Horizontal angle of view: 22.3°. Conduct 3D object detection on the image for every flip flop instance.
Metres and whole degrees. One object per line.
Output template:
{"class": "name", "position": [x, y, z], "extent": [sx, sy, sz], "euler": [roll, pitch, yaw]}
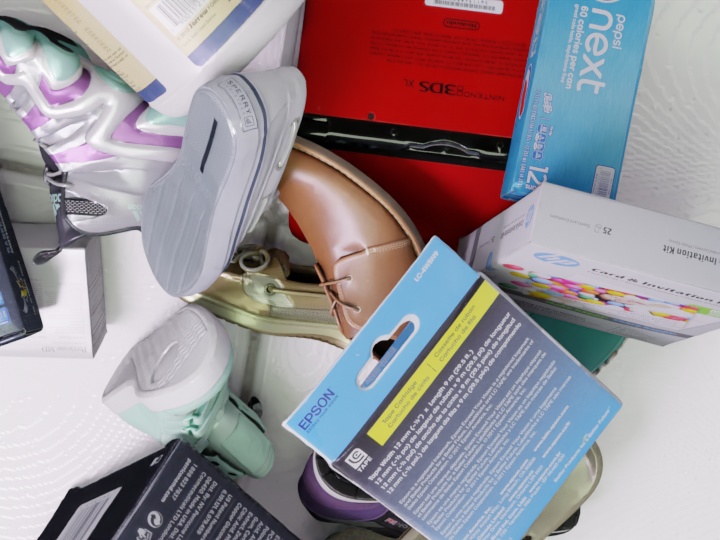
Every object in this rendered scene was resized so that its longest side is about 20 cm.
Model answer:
{"class": "flip flop", "position": [0.086, 0.183, 1.207], "extent": [0.200, 0.058, 0.081], "euler": [-43, 104, -2]}

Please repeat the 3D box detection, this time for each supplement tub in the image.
{"class": "supplement tub", "position": [-0.134, -0.206, 1.083], "extent": [0.144, 0.145, 0.200], "euler": [-40, 106, 20]}

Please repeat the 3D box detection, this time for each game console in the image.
{"class": "game console", "position": [0.057, -0.098, 1.185], "extent": [0.198, 0.119, 0.174], "euler": [7, 84, 1]}

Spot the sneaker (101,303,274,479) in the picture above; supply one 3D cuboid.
{"class": "sneaker", "position": [-0.092, 0.087, 1.209], "extent": [0.118, 0.200, 0.074], "euler": [34, 72, -13]}

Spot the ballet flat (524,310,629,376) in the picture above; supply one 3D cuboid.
{"class": "ballet flat", "position": [0.093, 0.076, 1.225], "extent": [0.199, 0.072, 0.072], "euler": [-36, 110, -12]}

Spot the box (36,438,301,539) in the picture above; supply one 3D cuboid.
{"class": "box", "position": [-0.119, 0.237, 1.252], "extent": [0.200, 0.118, 0.196], "euler": [41, 147, -13]}

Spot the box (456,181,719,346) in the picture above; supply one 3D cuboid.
{"class": "box", "position": [0.152, 0.000, 1.111], "extent": [0.154, 0.200, 0.042], "euler": [14, 78, -9]}

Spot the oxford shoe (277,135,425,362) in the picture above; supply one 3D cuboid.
{"class": "oxford shoe", "position": [0.000, 0.000, 1.144], "extent": [0.200, 0.071, 0.071], "euler": [49, 151, -11]}

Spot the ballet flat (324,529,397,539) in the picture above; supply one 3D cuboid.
{"class": "ballet flat", "position": [0.057, 0.247, 1.317], "extent": [0.198, 0.062, 0.068], "euler": [23, 114, -5]}

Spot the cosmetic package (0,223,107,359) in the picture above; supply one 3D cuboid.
{"class": "cosmetic package", "position": [-0.276, 0.012, 1.247], "extent": [0.198, 0.051, 0.083], "euler": [2, 111, 5]}

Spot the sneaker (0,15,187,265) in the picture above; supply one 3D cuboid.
{"class": "sneaker", "position": [-0.194, -0.073, 1.172], "extent": [0.198, 0.078, 0.141], "euler": [24, 100, -5]}

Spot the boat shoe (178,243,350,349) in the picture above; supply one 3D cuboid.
{"class": "boat shoe", "position": [-0.033, 0.011, 1.217], "extent": [0.199, 0.073, 0.064], "euler": [16, 103, -3]}

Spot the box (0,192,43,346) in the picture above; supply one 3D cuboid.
{"class": "box", "position": [-0.312, -0.031, 1.187], "extent": [0.156, 0.051, 0.202], "euler": [-17, 90, 6]}

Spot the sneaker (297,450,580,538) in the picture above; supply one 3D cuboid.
{"class": "sneaker", "position": [0.054, 0.154, 1.284], "extent": [0.198, 0.076, 0.088], "euler": [12, 148, -12]}

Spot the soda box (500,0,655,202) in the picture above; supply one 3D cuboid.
{"class": "soda box", "position": [0.136, -0.137, 1.089], "extent": [0.063, 0.068, 0.202], "euler": [12, 89, -1]}

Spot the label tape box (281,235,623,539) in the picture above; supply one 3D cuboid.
{"class": "label tape box", "position": [0.049, 0.078, 1.114], "extent": [0.200, 0.066, 0.144], "euler": [40, 87, -34]}

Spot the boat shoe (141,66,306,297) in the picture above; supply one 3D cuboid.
{"class": "boat shoe", "position": [-0.077, -0.049, 1.101], "extent": [0.074, 0.066, 0.200], "euler": [60, 149, 15]}
